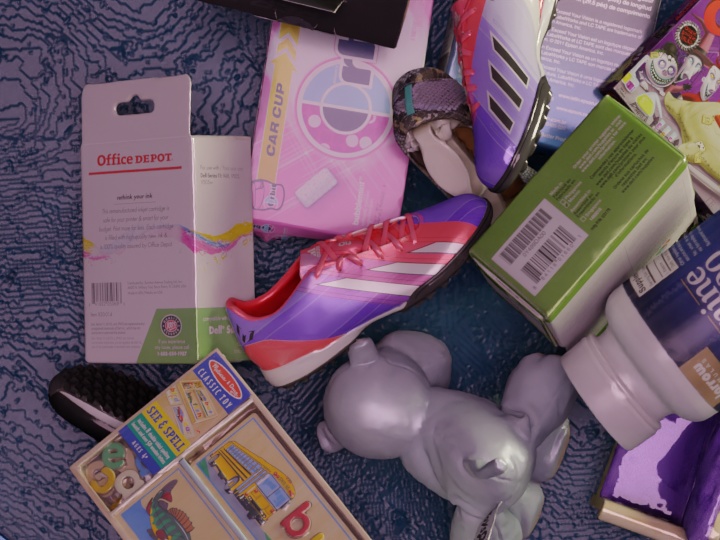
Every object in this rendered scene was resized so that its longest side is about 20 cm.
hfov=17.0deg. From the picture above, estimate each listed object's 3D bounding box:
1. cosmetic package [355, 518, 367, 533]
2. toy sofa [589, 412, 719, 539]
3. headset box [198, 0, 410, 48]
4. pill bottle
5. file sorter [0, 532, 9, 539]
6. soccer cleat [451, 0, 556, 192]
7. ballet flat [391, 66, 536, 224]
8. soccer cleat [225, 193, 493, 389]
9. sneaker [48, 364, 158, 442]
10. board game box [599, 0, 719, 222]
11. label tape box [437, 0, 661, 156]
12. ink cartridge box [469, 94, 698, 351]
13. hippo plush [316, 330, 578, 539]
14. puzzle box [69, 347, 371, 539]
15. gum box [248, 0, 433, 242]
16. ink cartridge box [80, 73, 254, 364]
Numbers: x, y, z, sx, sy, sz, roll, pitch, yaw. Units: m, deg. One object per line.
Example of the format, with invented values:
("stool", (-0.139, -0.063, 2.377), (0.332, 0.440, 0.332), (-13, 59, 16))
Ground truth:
("cosmetic package", (-0.024, 0.307, 1.691), (0.166, 0.167, 0.201), (-28, 92, -2))
("toy sofa", (0.241, 0.098, 1.744), (0.082, 0.098, 0.201), (20, 89, -3))
("headset box", (-0.028, -0.249, 1.689), (0.148, 0.075, 0.201), (14, 48, -3))
("pill bottle", (0.241, 0.033, 1.660), (0.200, 0.111, 0.111), (-38, 91, 9))
("file sorter", (-0.335, 0.218, 1.698), (0.200, 0.123, 0.139), (40, 87, -2))
("soccer cleat", (0.091, -0.148, 1.652), (0.073, 0.068, 0.201), (18, 64, -18))
("ballet flat", (0.087, -0.057, 1.715), (0.072, 0.072, 0.200), (-45, 119, -3))
("soccer cleat", (0.000, 0.000, 1.660), (0.200, 0.068, 0.073), (-35, 110, 8))
("sneaker", (-0.144, 0.145, 1.723), (0.199, 0.070, 0.090), (26, 111, -15))
("board game box", (0.276, -0.098, 1.748), (0.120, 0.032, 0.200), (-47, 108, -16))
("label tape box", (0.141, -0.187, 1.757), (0.143, 0.063, 0.201), (14, 89, -4))
("ink cartridge box", (0.164, -0.020, 1.704), (0.076, 0.200, 0.148), (41, 87, 17))
("hippo plush", (0.049, 0.129, 1.712), (0.160, 0.200, 0.160), (21, 120, 16))
("puzzle box", (-0.086, 0.168, 1.616), (0.133, 0.025, 0.200), (-39, 72, -6))
("gum box", (-0.018, -0.114, 1.746), (0.113, 0.066, 0.201), (9, 89, -4))
("ink cartridge box", (-0.137, -0.035, 1.711), (0.117, 0.067, 0.201), (-1, 90, 40))
